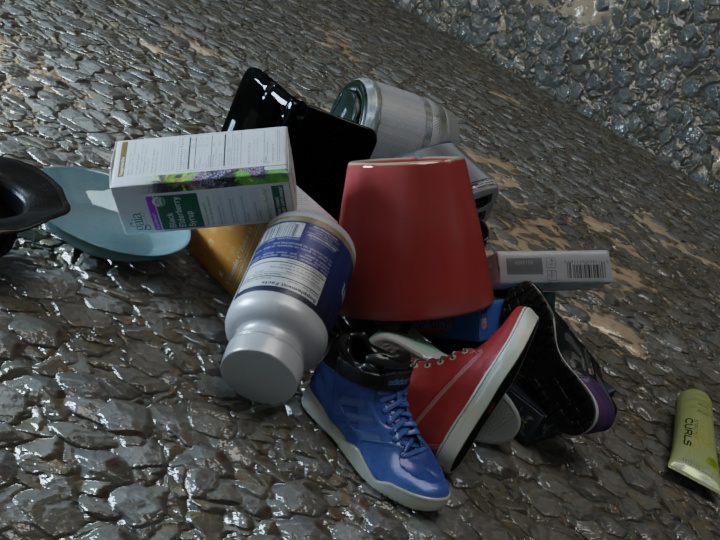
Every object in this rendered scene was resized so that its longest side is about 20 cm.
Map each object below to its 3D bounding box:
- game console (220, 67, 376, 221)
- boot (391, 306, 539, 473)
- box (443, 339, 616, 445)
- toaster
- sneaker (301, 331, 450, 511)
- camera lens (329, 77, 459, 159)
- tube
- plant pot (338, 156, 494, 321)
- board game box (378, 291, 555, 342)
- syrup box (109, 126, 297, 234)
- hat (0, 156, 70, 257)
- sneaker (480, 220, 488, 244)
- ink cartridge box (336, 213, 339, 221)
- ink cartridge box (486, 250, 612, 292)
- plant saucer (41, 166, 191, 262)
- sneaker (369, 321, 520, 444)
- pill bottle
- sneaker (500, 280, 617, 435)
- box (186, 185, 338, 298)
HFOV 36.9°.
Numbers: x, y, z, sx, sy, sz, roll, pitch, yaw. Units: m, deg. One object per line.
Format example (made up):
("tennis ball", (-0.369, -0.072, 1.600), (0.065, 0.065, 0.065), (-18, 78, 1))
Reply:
("game console", (-0.102, -0.144, 1.457), (0.116, 0.201, 0.176), (2, 32, -45))
("boot", (0.092, 0.098, 1.169), (0.144, 0.200, 0.072), (32, -13, 20))
("box", (0.212, 0.138, 1.369), (0.158, 0.051, 0.199), (40, 28, 29))
("toaster", (0.132, -0.127, 1.752), (0.199, 0.114, 0.129), (-20, 52, -38))
("sneaker", (0.029, 0.143, 1.089), (0.077, 0.112, 0.200), (-1, 35, -47))
("camera lens", (0.050, -0.234, 1.860), (0.199, 0.161, 0.160), (13, 26, -27))
("tube", (0.444, 0.225, 1.431), (0.058, 0.052, 0.200), (-11, 19, 21))
("plant pot", (0.059, -0.044, 1.294), (0.199, 0.179, 0.200), (-3, 7, 0))
("board game box", (0.141, 0.054, 1.399), (0.151, 0.045, 0.200), (3, 7, 37))
("syrup box", (-0.175, -0.101, 1.216), (0.199, 0.079, 0.082), (-5, 49, 0))
("hat", (-0.403, -0.052, 1.106), (0.199, 0.081, 0.201), (14, 23, -6))
("sneaker", (0.143, -0.035, 1.538), (0.200, 0.087, 0.076), (5, 63, -86))
("ink cartridge box", (-0.020, -0.074, 1.525), (0.199, 0.042, 0.119), (15, 11, 21))
("ink cartridge box", (0.221, 0.014, 1.452), (0.159, 0.048, 0.200), (-1, -12, -15))
("plant saucer", (-0.301, -0.057, 1.273), (0.200, 0.039, 0.201), (21, 22, -9))
("sneaker", (0.099, 0.121, 1.263), (0.200, 0.074, 0.118), (32, 13, -1))
("pill bottle", (-0.079, 0.040, 1.147), (0.111, 0.111, 0.201), (24, 46, -4))
("sneaker", (0.238, 0.107, 1.295), (0.087, 0.076, 0.201), (7, 53, -49))
("box", (-0.142, -0.061, 1.333), (0.097, 0.125, 0.200), (-2, 35, -47))
